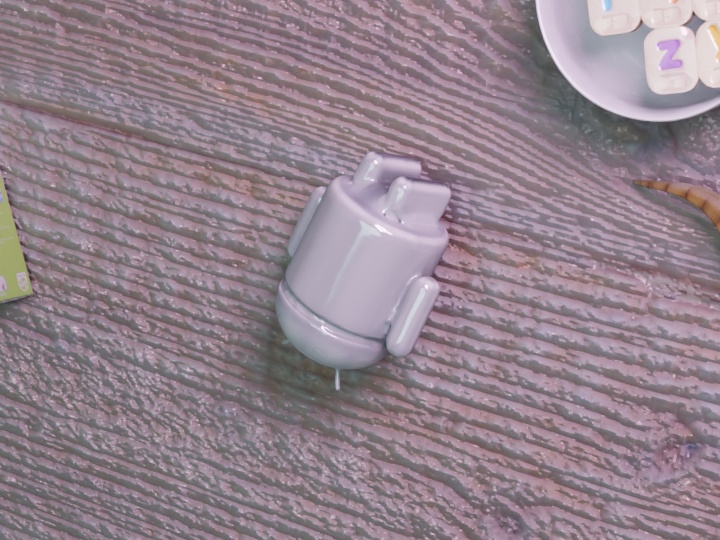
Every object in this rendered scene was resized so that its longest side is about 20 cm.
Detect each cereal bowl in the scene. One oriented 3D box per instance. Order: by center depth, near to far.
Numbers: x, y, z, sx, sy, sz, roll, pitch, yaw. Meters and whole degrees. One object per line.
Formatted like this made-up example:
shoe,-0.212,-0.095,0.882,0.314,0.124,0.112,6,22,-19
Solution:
cereal bowl,0.238,-0.216,1.301,0.199,0.083,0.201,4,99,25

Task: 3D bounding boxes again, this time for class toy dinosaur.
toy dinosaur,0.303,-0.025,1.311,0.106,0.060,0.200,-44,78,26

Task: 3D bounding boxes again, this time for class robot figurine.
robot figurine,0.000,0.000,1.432,0.170,0.113,0.201,45,116,39

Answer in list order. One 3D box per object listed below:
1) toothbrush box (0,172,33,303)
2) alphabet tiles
toothbrush box,-0.421,-0.050,1.647,0.145,0.086,0.201,-16,91,27
alphabet tiles,0.259,-0.231,1.234,0.199,0.015,0.197,-5,96,27
